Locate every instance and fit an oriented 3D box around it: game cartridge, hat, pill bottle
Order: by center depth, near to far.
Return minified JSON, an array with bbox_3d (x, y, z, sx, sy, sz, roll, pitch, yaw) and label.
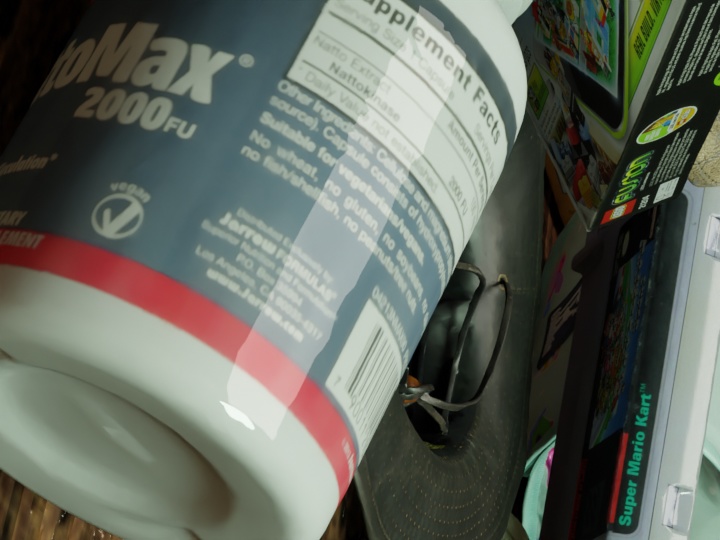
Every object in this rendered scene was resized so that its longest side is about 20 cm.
[{"bbox_3d":[-0.024,-0.035,0.717,0.201,0.119,0.120,-63,147,-26],"label":"pill bottle"},{"bbox_3d":[0.000,0.000,0.893,0.200,0.080,0.202,2,90,-65],"label":"hat"},{"bbox_3d":[0.096,0.047,0.977,0.130,0.038,0.201,114,-13,-74],"label":"game cartridge"}]

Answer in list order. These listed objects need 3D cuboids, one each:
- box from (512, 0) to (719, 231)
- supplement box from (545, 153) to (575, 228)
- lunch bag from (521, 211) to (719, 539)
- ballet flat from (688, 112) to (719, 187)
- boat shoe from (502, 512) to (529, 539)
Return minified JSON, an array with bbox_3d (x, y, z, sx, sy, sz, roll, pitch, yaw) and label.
[{"bbox_3d":[0.071,-0.098,0.776,0.200,0.035,0.111,101,-34,-69],"label":"box"},{"bbox_3d":[0.108,-0.095,1.200,0.067,0.068,0.201,-74,151,-43],"label":"supplement box"},{"bbox_3d":[0.127,0.061,1.162,0.201,0.121,0.171,76,24,-43],"label":"lunch bag"},{"bbox_3d":[0.075,-0.110,0.912,0.200,0.067,0.068,54,31,13],"label":"ballet flat"},{"bbox_3d":[0.027,0.184,0.963,0.068,0.071,0.201,108,-9,-75],"label":"boat shoe"}]
